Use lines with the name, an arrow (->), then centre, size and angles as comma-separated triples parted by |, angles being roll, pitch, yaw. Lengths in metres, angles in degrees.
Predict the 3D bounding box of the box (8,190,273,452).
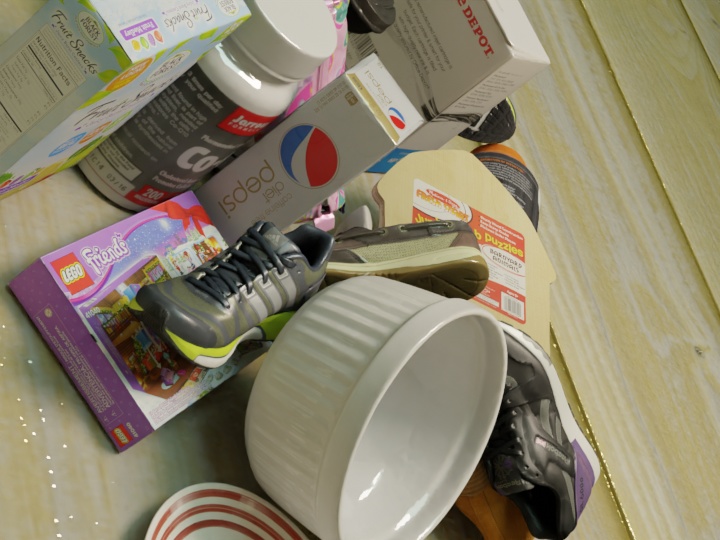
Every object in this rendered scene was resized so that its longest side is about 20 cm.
box -> -0.144, 0.029, 1.050 | 0.137, 0.039, 0.200 | 57, 29, 0

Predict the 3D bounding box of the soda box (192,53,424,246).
soda box -> -0.050, -0.080, 1.135 | 0.068, 0.200, 0.064 | 53, 31, -5

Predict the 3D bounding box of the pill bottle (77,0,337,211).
pill bottle -> -0.119, -0.141, 1.095 | 0.114, 0.200, 0.114 | 36, 35, -30

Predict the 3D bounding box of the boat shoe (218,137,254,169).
boat shoe -> -0.134, -0.176, 1.240 | 0.201, 0.066, 0.072 | 61, 24, 6

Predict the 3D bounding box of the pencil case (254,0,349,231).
pencil case -> -0.049, -0.134, 1.196 | 0.088, 0.087, 0.201 | -54, 149, -60

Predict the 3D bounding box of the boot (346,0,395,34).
boot -> -0.076, -0.260, 1.320 | 0.212, 0.158, 0.079 | 56, 25, 14

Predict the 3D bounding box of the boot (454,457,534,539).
boot -> 0.109, 0.152, 1.271 | 0.202, 0.070, 0.145 | -72, 142, -59

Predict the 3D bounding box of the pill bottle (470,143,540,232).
pill bottle -> 0.125, -0.048, 1.461 | 0.106, 0.106, 0.201 | 44, 31, -19

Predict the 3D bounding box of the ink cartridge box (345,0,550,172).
ink cartridge box -> 0.066, -0.209, 1.440 | 0.084, 0.200, 0.147 | 0, 60, -56

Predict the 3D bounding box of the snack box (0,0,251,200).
snack box -> -0.190, -0.123, 0.972 | 0.068, 0.200, 0.169 | 53, 30, -3

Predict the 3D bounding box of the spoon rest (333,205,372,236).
spoon rest -> 0.032, 0.020, 1.321 | 0.200, 0.060, 0.100 | 47, 28, -42

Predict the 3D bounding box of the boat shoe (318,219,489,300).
boat shoe -> 0.001, -0.001, 1.175 | 0.072, 0.199, 0.066 | 85, -4, -47

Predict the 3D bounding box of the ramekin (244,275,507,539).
ramekin -> 0.007, 0.100, 1.047 | 0.105, 0.202, 0.200 | 26, 15, 30

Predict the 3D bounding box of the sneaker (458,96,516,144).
sneaker -> 0.088, -0.198, 1.546 | 0.200, 0.074, 0.081 | 39, 15, 22

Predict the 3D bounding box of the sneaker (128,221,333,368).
sneaker -> -0.085, 0.007, 1.007 | 0.074, 0.081, 0.200 | 37, 22, 15

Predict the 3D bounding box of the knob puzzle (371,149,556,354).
knob puzzle -> 0.089, -0.027, 1.311 | 0.219, 0.030, 0.221 | 22, 46, -25

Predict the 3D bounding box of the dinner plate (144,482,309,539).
dinner plate -> -0.073, 0.235, 0.963 | 0.200, 0.024, 0.201 | 36, 35, -31

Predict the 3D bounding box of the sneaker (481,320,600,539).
sneaker -> 0.125, 0.128, 1.162 | 0.200, 0.075, 0.088 | 54, 39, -21
